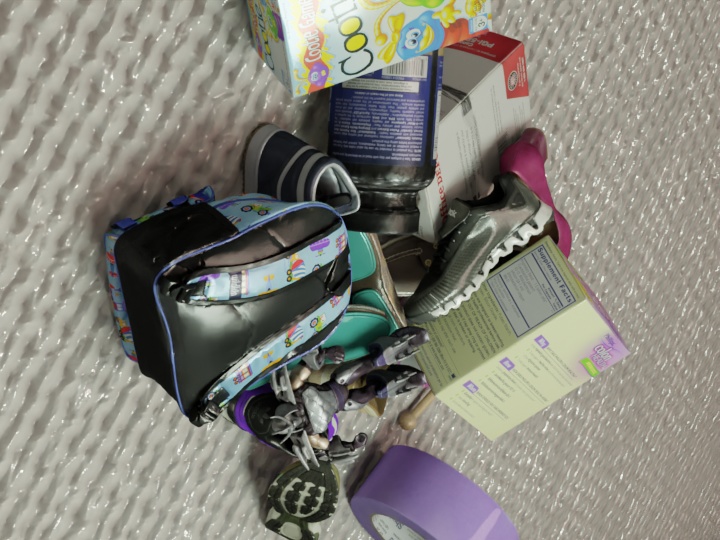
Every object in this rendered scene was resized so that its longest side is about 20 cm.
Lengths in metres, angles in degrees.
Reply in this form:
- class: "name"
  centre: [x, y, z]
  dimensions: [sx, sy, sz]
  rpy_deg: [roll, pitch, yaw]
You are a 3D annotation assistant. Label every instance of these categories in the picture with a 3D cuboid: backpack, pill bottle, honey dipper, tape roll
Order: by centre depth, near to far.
- class: "backpack"
  centre: [-0.111, 0.010, 1.190]
  dimensions: [0.199, 0.134, 0.183]
  rpy_deg: [-28, 131, -26]
- class: "pill bottle"
  centre: [0.022, -0.140, 1.308]
  dimensions: [0.112, 0.111, 0.201]
  rpy_deg: [-7, 103, -53]
- class: "tape roll"
  centre: [0.091, 0.312, 1.635]
  dimensions: [0.085, 0.199, 0.200]
  rpy_deg: [-50, 144, -22]
- class: "honey dipper"
  centre: [0.117, 0.134, 1.715]
  dimensions: [0.200, 0.038, 0.038]
  rpy_deg: [-44, 141, -26]

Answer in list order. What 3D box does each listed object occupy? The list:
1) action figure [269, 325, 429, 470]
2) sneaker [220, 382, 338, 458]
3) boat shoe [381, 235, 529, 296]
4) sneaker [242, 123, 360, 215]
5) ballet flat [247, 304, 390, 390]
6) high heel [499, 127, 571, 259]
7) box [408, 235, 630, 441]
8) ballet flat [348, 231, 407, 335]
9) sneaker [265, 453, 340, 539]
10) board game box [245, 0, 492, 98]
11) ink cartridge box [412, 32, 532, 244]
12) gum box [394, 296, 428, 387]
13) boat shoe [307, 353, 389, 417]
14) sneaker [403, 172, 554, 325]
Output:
- class: "action figure"
  centre: [-0.016, 0.121, 1.346]
  dimensions: [0.199, 0.069, 0.131]
  rpy_deg: [-26, 115, -38]
- class: "sneaker"
  centre: [-0.066, 0.170, 1.414]
  dimensions: [0.200, 0.099, 0.070]
  rpy_deg: [29, 88, -56]
- class: "boat shoe"
  centre: [0.098, -0.005, 1.498]
  dimensions: [0.199, 0.060, 0.072]
  rpy_deg: [-9, 109, -14]
- class: "sneaker"
  centre: [-0.058, -0.035, 1.292]
  dimensions: [0.070, 0.108, 0.201]
  rpy_deg: [-32, 133, -41]
- class: "ballet flat"
  centre: [-0.062, 0.066, 1.376]
  dimensions: [0.199, 0.072, 0.072]
  rpy_deg: [-16, 123, -34]
- class: "high heel"
  centre: [0.192, -0.056, 1.511]
  dimensions: [0.096, 0.067, 0.201]
  rpy_deg: [-53, 134, -50]
- class: "box"
  centre: [0.180, 0.082, 1.514]
  dimensions: [0.199, 0.097, 0.176]
  rpy_deg: [-33, 145, 11]
- class: "ballet flat"
  centre: [0.000, 0.000, 1.428]
  dimensions: [0.067, 0.068, 0.201]
  rpy_deg: [-81, 155, -57]
- class: "sneaker"
  centre: [-0.060, 0.234, 1.470]
  dimensions: [0.200, 0.076, 0.089]
  rpy_deg: [115, -5, -58]
- class: "board game box"
  centre: [0.005, -0.249, 1.186]
  dimensions: [0.199, 0.103, 0.105]
  rpy_deg: [-21, 131, -14]
- class: "ink cartridge box"
  centre: [0.100, -0.152, 1.468]
  dimensions: [0.200, 0.083, 0.147]
  rpy_deg: [-45, 142, -29]
- class: "gum box"
  centre: [0.106, 0.044, 1.612]
  dimensions: [0.113, 0.066, 0.201]
  rpy_deg: [-2, 111, -53]
- class: "boat shoe"
  centre: [-0.009, 0.126, 1.506]
  dimensions: [0.200, 0.065, 0.073]
  rpy_deg: [23, 77, -74]
- class: "sneaker"
  centre: [0.111, -0.030, 1.429]
  dimensions: [0.200, 0.066, 0.091]
  rpy_deg: [-42, 110, -4]
